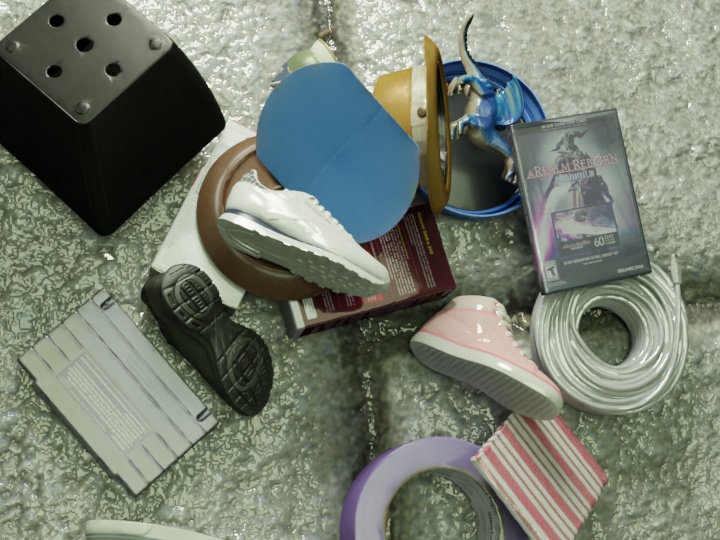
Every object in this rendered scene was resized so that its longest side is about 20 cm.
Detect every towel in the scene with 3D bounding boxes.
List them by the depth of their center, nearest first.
[{"bbox_3d":[0.203,0.228,1.426,0.147,0.030,0.200,52,34,1],"label":"towel"}]

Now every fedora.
[{"bbox_3d":[0.056,-0.161,1.423,0.081,0.201,0.202,-3,77,10],"label":"fedora"}]

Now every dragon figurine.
[{"bbox_3d":[0.157,-0.198,1.508,0.099,0.059,0.202,2,82,-15],"label":"dragon figurine"}]

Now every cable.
[{"bbox_3d":[0.297,0.075,1.518,0.198,0.069,0.202,-4,79,-13],"label":"cable"}]

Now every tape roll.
[{"bbox_3d":[0.081,0.289,1.412,0.198,0.085,0.202,3,77,-13],"label":"tape roll"}]

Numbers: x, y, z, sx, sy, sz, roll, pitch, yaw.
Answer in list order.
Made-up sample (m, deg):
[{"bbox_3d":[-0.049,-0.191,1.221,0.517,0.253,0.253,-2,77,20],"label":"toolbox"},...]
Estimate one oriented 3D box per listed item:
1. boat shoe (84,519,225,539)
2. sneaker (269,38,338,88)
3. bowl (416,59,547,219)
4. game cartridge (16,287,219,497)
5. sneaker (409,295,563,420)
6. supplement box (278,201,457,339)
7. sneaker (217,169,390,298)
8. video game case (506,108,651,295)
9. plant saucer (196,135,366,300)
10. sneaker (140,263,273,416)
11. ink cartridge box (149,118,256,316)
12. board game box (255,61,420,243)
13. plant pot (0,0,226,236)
[{"bbox_3d":[-0.200,0.314,1.348,0.199,0.070,0.072,16,71,-12],"label":"boat shoe"},{"bbox_3d":[-0.034,-0.168,1.503,0.090,0.067,0.201,-30,91,-2],"label":"sneaker"},{"bbox_3d":[0.136,-0.158,1.547,0.199,0.039,0.202,3,77,-13],"label":"bowl"},{"bbox_3d":[-0.268,0.135,1.393,0.129,0.038,0.200,-40,89,-14],"label":"game cartridge"},{"bbox_3d":[0.162,0.089,1.446,0.199,0.076,0.105,24,58,33],"label":"sneaker"},{"bbox_3d":[0.000,0.000,1.468,0.199,0.061,0.110,-14,79,-15],"label":"supplement box"},{"bbox_3d":[-0.052,-0.039,1.367,0.199,0.076,0.081,27,61,-4],"label":"sneaker"},{"bbox_3d":[0.257,-0.082,1.483,0.142,0.019,0.202,-11,88,-17],"label":"video game case"},{"bbox_3d":[-0.084,-0.068,1.422,0.199,0.035,0.202,3,72,-10],"label":"plant saucer"},{"bbox_3d":[-0.170,0.078,1.409,0.076,0.090,0.201,-43,112,-34],"label":"sneaker"},{"bbox_3d":[-0.151,-0.061,1.454,0.108,0.050,0.201,26,72,-5],"label":"ink cartridge box"},{"bbox_3d":[-0.018,-0.132,1.383,0.200,0.158,0.039,48,31,4],"label":"board game box"},{"bbox_3d":[-0.285,-0.198,1.366,0.200,0.178,0.200,40,71,14],"label":"plant pot"}]
